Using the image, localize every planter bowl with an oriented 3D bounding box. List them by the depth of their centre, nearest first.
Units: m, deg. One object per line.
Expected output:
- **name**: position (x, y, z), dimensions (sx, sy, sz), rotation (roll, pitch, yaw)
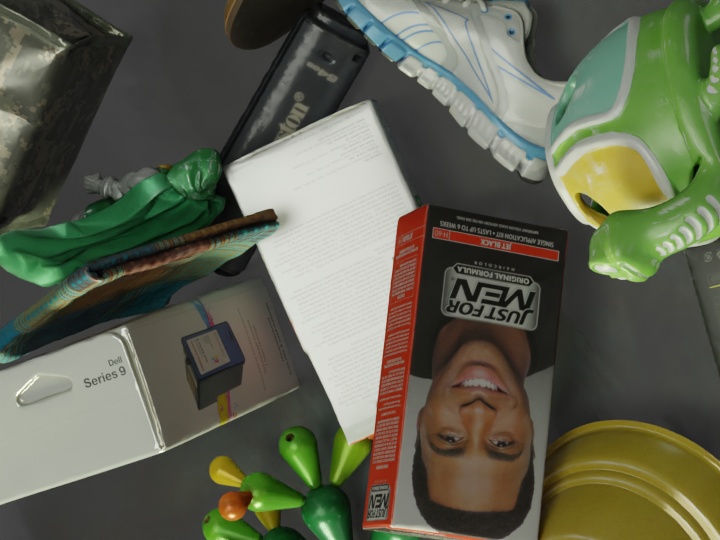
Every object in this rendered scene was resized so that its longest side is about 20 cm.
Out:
- **planter bowl**: position (0.159, 0.201, 1.264), dimensions (0.199, 0.083, 0.202), rotation (14, 114, 35)

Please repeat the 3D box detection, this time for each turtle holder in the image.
- **turtle holder**: position (0.184, -0.066, 1.203), dimensions (0.131, 0.141, 0.187), rotation (-19, 61, 26)

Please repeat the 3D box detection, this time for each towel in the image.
- **towel**: position (-0.153, 0.012, 1.329), dimensions (0.200, 0.146, 0.022), rotation (-29, 81, 57)

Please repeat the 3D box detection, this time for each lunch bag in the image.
- **lunch bag**: position (-0.289, -0.141, 1.434), dimensions (0.199, 0.117, 0.165), rotation (32, 109, 13)

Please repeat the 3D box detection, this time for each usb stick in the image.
- **usb stick**: position (-0.060, -0.086, 1.380), dimensions (0.055, 0.033, 0.201), rotation (30, 108, -4)

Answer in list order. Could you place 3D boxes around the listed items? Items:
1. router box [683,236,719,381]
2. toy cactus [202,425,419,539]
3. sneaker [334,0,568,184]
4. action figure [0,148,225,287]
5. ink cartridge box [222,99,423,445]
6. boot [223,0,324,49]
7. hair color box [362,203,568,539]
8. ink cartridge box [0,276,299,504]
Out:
- **router box**: position (0.309, 0.031, 1.215), dimensions (0.199, 0.062, 0.151), rotation (-15, 90, 25)
- **toy cactus**: position (-0.013, 0.183, 1.374), dimensions (0.199, 0.102, 0.166), rotation (-20, 98, 16)
- **sneaker**: position (0.066, -0.151, 1.305), dimensions (0.200, 0.075, 0.087), rotation (41, 104, 6)
- **action figure**: position (-0.156, -0.035, 1.370), dimensions (0.199, 0.118, 0.055), rotation (-25, 58, 43)
- **ink cartridge box**: position (0.000, 0.000, 1.341), dimensions (0.108, 0.050, 0.201), rotation (-24, 92, 7)
- **boot**: position (-0.040, -0.241, 1.343), dimensions (0.075, 0.073, 0.201), rotation (39, 104, 31)
- **hair color box**: position (0.066, 0.068, 1.273), dimensions (0.101, 0.061, 0.202), rotation (9, 80, -17)
- **ink cartridge box**: position (-0.153, 0.078, 1.354), dimensions (0.144, 0.200, 0.088), rotation (-20, 89, 24)
